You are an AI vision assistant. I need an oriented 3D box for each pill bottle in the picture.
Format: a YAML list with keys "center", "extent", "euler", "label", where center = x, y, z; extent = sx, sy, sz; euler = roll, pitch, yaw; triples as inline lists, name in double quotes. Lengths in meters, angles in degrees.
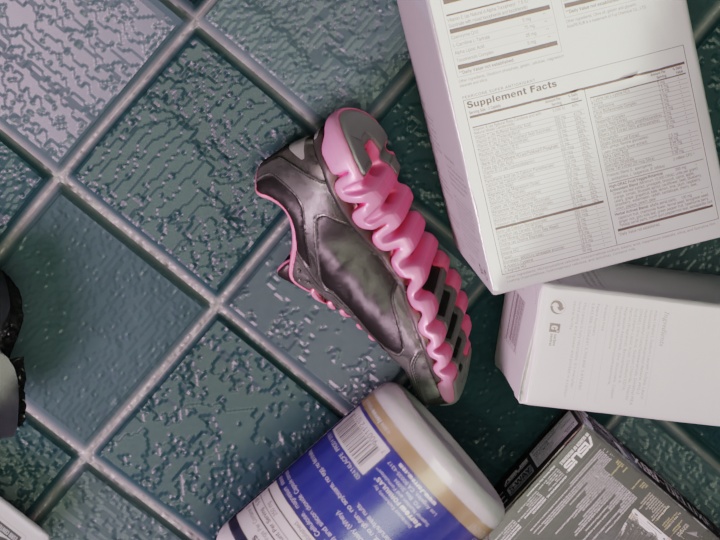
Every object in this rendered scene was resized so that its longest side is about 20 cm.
- center: [-0.018, 0.174, 1.621]
  extent: [0.200, 0.116, 0.116]
  euler: [-41, 104, 4]
  label: "pill bottle"

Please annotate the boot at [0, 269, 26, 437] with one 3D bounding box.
- center: [-0.295, 0.016, 1.576]
  extent: [0.168, 0.076, 0.201]
  euler: [-11, 84, -20]
  label: "boot"

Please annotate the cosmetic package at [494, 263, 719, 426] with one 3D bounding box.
- center: [0.193, 0.045, 1.622]
  extent: [0.200, 0.113, 0.081]
  euler: [9, 101, -7]
  label: "cosmetic package"

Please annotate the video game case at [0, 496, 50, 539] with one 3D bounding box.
- center: [-0.323, 0.175, 1.591]
  extent: [0.200, 0.023, 0.182]
  euler: [39, 75, -7]
  label: "video game case"

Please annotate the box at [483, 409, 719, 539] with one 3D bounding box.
- center: [0.131, 0.211, 1.681]
  extent: [0.158, 0.050, 0.200]
  euler: [40, 95, -14]
  label: "box"

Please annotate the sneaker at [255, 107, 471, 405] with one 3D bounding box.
- center: [0.000, 0.000, 1.617]
  extent: [0.095, 0.079, 0.200]
  euler: [-21, 105, 21]
  label: "sneaker"

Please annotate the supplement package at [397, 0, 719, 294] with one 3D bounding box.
- center: [0.116, -0.112, 1.555]
  extent: [0.150, 0.152, 0.200]
  euler: [-15, 104, -4]
  label: "supplement package"
